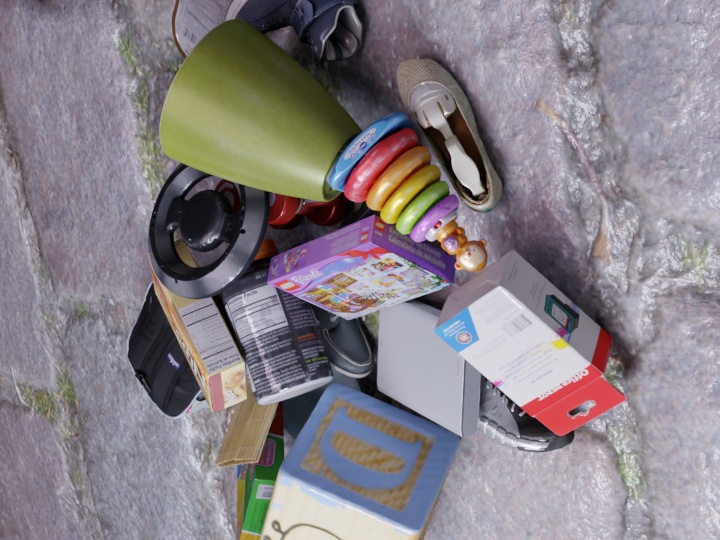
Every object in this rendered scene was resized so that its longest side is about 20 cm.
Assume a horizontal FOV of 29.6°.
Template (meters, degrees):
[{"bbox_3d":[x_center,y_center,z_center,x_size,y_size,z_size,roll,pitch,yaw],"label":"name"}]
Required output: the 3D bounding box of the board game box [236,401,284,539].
[{"bbox_3d":[-0.138,0.261,1.863,0.200,0.040,0.153,-96,17,-50],"label":"board game box"}]

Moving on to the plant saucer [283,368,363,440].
[{"bbox_3d":[-0.056,0.161,1.881,0.201,0.039,0.201,21,122,37],"label":"plant saucer"}]

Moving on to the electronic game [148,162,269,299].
[{"bbox_3d":[-0.193,-0.062,1.712,0.200,0.042,0.201,-12,70,35],"label":"electronic game"}]

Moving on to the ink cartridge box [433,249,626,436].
[{"bbox_3d":[0.197,0.085,1.525,0.200,0.067,0.116,41,132,-14],"label":"ink cartridge box"}]

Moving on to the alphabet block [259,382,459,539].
[{"bbox_3d":[-0.006,0.301,1.745,0.195,0.196,0.200,23,127,10],"label":"alphabet block"}]

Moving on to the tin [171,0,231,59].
[{"bbox_3d":[-0.189,-0.347,1.773,0.112,0.042,0.200,40,133,19],"label":"tin"}]

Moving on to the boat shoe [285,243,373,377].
[{"bbox_3d":[-0.044,0.051,1.792,0.200,0.073,0.062,55,142,18],"label":"boat shoe"}]

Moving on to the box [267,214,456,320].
[{"bbox_3d":[0.000,0.000,1.662,0.200,0.137,0.039,-20,53,46],"label":"box"}]

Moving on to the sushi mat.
[{"bbox_3d":[-0.134,0.168,1.822,0.012,0.200,0.096,34,151,-29],"label":"sushi mat"}]

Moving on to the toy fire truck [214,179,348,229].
[{"bbox_3d":[-0.103,-0.140,1.744,0.200,0.112,0.168,-3,88,45],"label":"toy fire truck"}]

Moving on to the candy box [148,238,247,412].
[{"bbox_3d":[-0.213,0.073,1.781,0.200,0.055,0.116,60,164,24],"label":"candy box"}]

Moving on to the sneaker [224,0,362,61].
[{"bbox_3d":[-0.081,-0.296,1.656,0.202,0.077,0.146,-41,76,46],"label":"sneaker"}]

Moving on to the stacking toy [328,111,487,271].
[{"bbox_3d":[0.068,-0.073,1.534,0.116,0.110,0.200,-44,80,7],"label":"stacking toy"}]

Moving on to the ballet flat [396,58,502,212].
[{"bbox_3d":[0.103,-0.157,1.543,0.067,0.062,0.200,-32,89,13],"label":"ballet flat"}]

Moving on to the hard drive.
[{"bbox_3d":[0.081,0.111,1.668,0.200,0.026,0.132,23,114,59],"label":"hard drive"}]

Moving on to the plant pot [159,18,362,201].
[{"bbox_3d":[-0.100,-0.167,1.603,0.200,0.187,0.187,31,130,16],"label":"plant pot"}]

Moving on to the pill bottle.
[{"bbox_3d":[-0.113,0.062,1.746,0.106,0.106,0.200,-29,77,48],"label":"pill bottle"}]

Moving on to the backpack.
[{"bbox_3d":[-0.245,0.109,1.963,0.178,0.150,0.200,52,130,20],"label":"backpack"}]

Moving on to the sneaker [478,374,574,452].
[{"bbox_3d":[0.167,0.136,1.619,0.200,0.075,0.116,18,118,40],"label":"sneaker"}]

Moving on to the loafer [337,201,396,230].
[{"bbox_3d":[0.028,-0.061,1.677,0.072,0.073,0.200,32,140,-8],"label":"loafer"}]
